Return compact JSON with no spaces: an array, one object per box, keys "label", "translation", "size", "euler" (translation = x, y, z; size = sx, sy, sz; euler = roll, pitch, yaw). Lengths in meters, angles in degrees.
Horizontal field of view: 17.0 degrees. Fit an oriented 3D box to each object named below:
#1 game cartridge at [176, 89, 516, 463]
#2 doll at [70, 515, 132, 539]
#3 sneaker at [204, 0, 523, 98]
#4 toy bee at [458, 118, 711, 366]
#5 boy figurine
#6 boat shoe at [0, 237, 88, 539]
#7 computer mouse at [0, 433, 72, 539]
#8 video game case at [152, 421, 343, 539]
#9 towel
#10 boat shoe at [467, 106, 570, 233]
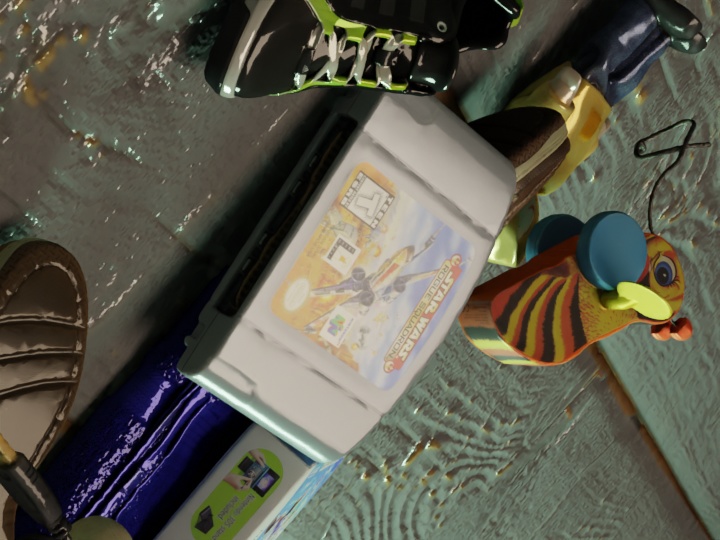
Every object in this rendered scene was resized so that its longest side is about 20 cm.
[{"label":"game cartridge","translation":[0.000,0.000,1.308],"size":[0.133,0.041,0.200],"euler":[35,85,-35]},{"label":"doll","translation":[-0.171,0.194,1.294],"size":[0.200,0.136,0.049],"euler":[-53,-162,40]},{"label":"sneaker","translation":[0.012,-0.120,1.171],"size":[0.200,0.083,0.072],"euler":[-28,150,-44]},{"label":"toy bee","translation":[0.157,0.010,1.449],"size":[0.200,0.109,0.131],"euler":[-32,-164,-8]},{"label":"boy figurine","translation":[0.128,-0.091,1.490],"size":[0.200,0.064,0.124],"euler":[-51,163,-5]},{"label":"boat shoe","translation":[-0.190,0.076,1.127],"size":[0.071,0.076,0.201],"euler":[19,91,-39]},{"label":"computer mouse","translation":[-0.204,0.092,0.943],"size":[0.140,0.200,0.046],"euler":[-28,-153,14]},{"label":"video game case","translation":[-0.086,0.163,1.438],"size":[0.181,0.045,0.200],"euler":[-49,174,6]},{"label":"towel","translation":[-0.105,0.099,1.357],"size":[0.200,0.050,0.148],"euler":[-49,159,-3]},{"label":"boat shoe","translation":[0.044,-0.020,1.401],"size":[0.202,0.075,0.075],"euler":[-33,120,-20]}]
